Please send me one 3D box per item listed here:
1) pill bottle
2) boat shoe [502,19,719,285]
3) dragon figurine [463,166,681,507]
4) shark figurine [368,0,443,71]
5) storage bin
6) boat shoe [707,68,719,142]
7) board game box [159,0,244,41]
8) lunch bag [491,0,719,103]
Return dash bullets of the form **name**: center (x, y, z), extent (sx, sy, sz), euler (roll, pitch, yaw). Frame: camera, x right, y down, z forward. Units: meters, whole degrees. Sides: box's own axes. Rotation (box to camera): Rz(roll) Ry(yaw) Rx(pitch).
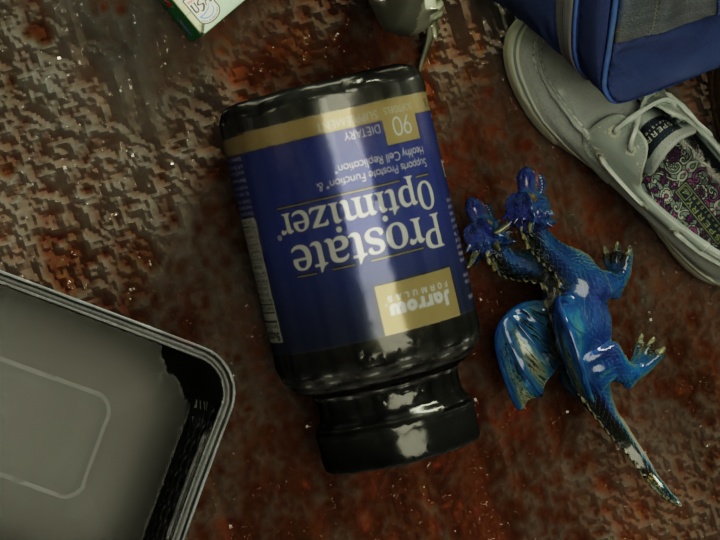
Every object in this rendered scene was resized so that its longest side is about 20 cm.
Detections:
- **pill bottle**: center (0.000, 0.000, 1.160), extent (0.112, 0.112, 0.200), euler (-14, 93, -16)
- **boat shoe**: center (0.164, -0.072, 1.228), extent (0.201, 0.072, 0.070), euler (46, 79, -9)
- **dragon figurine**: center (0.112, 0.041, 1.197), extent (0.099, 0.059, 0.200), euler (-15, 93, -47)
- **shark figurine**: center (0.010, -0.160, 1.149), extent (0.089, 0.215, 0.128), euler (18, 111, 1)
- **storage bin**: center (-0.180, 0.075, 1.116), extent (0.200, 0.094, 0.135), euler (22, 83, -16)
- **boat shoe**: center (0.266, -0.057, 1.266), extent (0.075, 0.075, 0.203), euler (-30, 104, -28)
- **board game box**: center (-0.058, -0.239, 1.190), extent (0.200, 0.029, 0.135), euler (-43, 101, -13)
- **lunch bag**: center (0.177, -0.181, 1.171), extent (0.200, 0.136, 0.132), euler (-23, 51, -24)
